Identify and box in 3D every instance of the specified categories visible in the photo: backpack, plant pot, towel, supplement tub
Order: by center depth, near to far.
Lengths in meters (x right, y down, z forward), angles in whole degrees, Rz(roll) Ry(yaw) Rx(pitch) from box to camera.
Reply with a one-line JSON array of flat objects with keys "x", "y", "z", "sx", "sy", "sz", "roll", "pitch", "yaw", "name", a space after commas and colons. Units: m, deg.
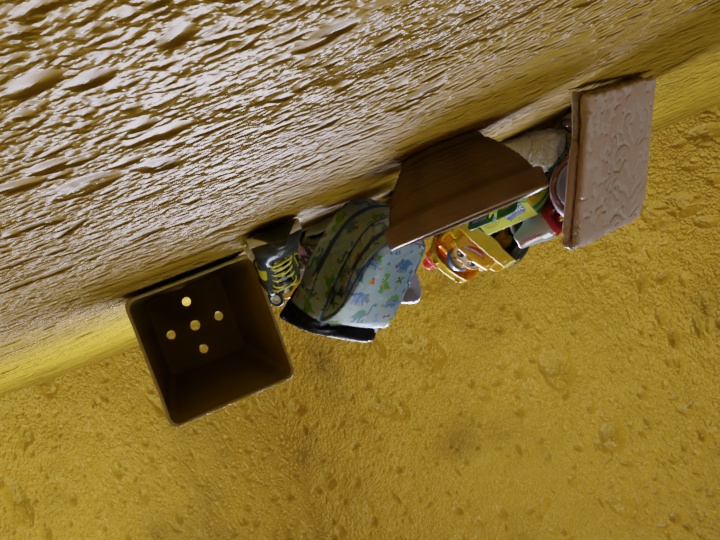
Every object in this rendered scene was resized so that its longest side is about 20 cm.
[{"x": 0.112, "y": -0.101, "z": 1.044, "sx": 0.200, "sy": 0.093, "sz": 0.201, "roll": -21, "pitch": 179, "yaw": -1, "name": "plant pot"}, {"x": 0.309, "y": -0.137, "z": 1.109, "sx": 0.032, "sy": 0.192, "sz": 0.200, "roll": 14, "pitch": -157, "yaw": 37, "name": "towel"}, {"x": 0.000, "y": 0.000, "z": 1.255, "sx": 0.163, "sy": 0.201, "sz": 0.153, "roll": 14, "pitch": -175, "yaw": -44, "name": "backpack"}, {"x": 0.328, "y": -0.117, "z": 1.272, "sx": 0.106, "sy": 0.108, "sz": 0.200, "roll": -22, "pitch": 174, "yaw": 20, "name": "supplement tub"}, {"x": -0.245, "y": 0.095, "z": 1.383, "sx": 0.199, "sy": 0.201, "sz": 0.176, "roll": -22, "pitch": -169, "yaw": -17, "name": "plant pot"}]

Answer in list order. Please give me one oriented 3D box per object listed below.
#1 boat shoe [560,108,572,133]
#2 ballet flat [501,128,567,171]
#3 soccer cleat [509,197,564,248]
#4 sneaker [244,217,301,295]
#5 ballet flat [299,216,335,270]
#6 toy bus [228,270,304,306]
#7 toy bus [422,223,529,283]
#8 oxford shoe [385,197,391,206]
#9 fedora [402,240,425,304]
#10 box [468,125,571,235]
[{"x": 0.338, "y": -0.212, "z": 1.248, "sx": 0.075, "sy": 0.075, "sz": 0.202, "roll": -61, "pitch": 157, "yaw": 13, "name": "boat shoe"}, {"x": 0.211, "y": -0.155, "z": 1.295, "sx": 0.072, "sy": 0.072, "sz": 0.200, "roll": -21, "pitch": 176, "yaw": -35, "name": "ballet flat"}, {"x": 0.271, "y": -0.089, "z": 1.390, "sx": 0.085, "sy": 0.069, "sz": 0.200, "roll": -30, "pitch": -165, "yaw": 17, "name": "soccer cleat"}, {"x": -0.105, "y": -0.014, "z": 1.185, "sx": 0.074, "sy": 0.085, "sz": 0.200, "roll": -22, "pitch": 179, "yaw": -9, "name": "sneaker"}, {"x": -0.013, "y": -0.054, "z": 1.339, "sx": 0.199, "sy": 0.071, "sz": 0.069, "roll": -14, "pitch": -141, "yaw": 6, "name": "ballet flat"}, {"x": -0.113, "y": -0.002, "z": 1.451, "sx": 0.199, "sy": 0.078, "sz": 0.065, "roll": -23, "pitch": -154, "yaw": 29, "name": "toy bus"}, {"x": 0.178, "y": -0.049, "z": 1.501, "sx": 0.192, "sy": 0.136, "sz": 0.200, "roll": -43, "pitch": -168, "yaw": 30, "name": "toy bus"}, {"x": 0.095, "y": -0.095, "z": 1.434, "sx": 0.070, "sy": 0.074, "sz": 0.200, "roll": -21, "pitch": 179, "yaw": 20, "name": "oxford shoe"}, {"x": 0.040, "y": -0.034, "z": 1.513, "sx": 0.199, "sy": 0.177, "sz": 0.090, "roll": 9, "pitch": -131, "yaw": 42, "name": "fedora"}, {"x": 0.248, "y": -0.131, "z": 1.362, "sx": 0.117, "sy": 0.048, "sz": 0.200, "roll": -24, "pitch": -157, "yaw": 54, "name": "box"}]
